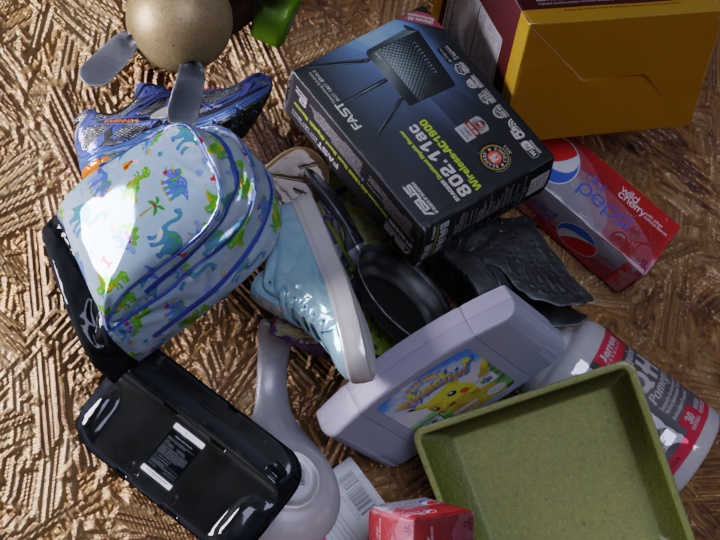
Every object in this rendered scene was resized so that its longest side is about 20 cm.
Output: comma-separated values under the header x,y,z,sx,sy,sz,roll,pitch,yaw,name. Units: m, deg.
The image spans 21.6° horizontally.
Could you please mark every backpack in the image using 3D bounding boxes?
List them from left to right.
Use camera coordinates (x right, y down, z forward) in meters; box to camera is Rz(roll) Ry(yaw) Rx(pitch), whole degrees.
x,y,z,sx,sy,sz,roll,pitch,yaw,name
-0.162,-0.032,1.568,0.199,0.154,0.164,-24,55,-1,backpack

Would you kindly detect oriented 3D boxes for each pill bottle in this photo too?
x,y,z,sx,sy,sz,roll,pitch,yaw,name
0.213,0.115,1.696,0.200,0.111,0.111,36,66,-4,pill bottle

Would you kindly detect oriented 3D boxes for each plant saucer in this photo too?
x,y,z,sx,sy,sz,roll,pitch,yaw,name
0.171,0.191,1.636,0.199,0.048,0.201,-19,102,9,plant saucer

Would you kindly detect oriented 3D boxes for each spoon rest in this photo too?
x,y,z,sx,sy,sz,roll,pitch,yaw,name
-0.067,0.144,1.623,0.099,0.061,0.201,4,65,-15,spoon rest

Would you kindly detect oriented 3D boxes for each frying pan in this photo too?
x,y,z,sx,sy,sz,roll,pitch,yaw,name
0.009,0.002,1.617,0.190,0.031,0.115,39,26,-11,frying pan

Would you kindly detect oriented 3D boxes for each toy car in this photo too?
x,y,z,sx,sy,sz,roll,pitch,yaw,name
-0.157,-0.217,1.657,0.164,0.158,0.201,23,63,1,toy car

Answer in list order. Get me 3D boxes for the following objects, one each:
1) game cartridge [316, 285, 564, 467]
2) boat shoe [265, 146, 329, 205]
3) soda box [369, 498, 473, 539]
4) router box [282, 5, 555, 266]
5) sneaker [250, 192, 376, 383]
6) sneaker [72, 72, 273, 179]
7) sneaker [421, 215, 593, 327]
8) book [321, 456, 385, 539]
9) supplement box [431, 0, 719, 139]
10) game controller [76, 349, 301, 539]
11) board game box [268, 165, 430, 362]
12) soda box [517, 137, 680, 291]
x,y,z,sx,sy,sz,roll,pitch,yaw,name
0.067,0.093,1.601,0.200,0.133,0.041,-35,55,14,game cartridge
-0.113,-0.034,1.671,0.200,0.065,0.072,-40,93,-6,boat shoe
0.050,0.295,1.564,0.063,0.070,0.201,-4,96,-33,soda box
0.050,-0.121,1.652,0.149,0.062,0.200,-30,68,-24,router box
-0.045,0.026,1.578,0.082,0.074,0.200,-24,47,1,sneaker
-0.167,-0.140,1.683,0.199,0.075,0.079,-24,78,-24,sneaker
0.112,-0.022,1.674,0.104,0.060,0.200,-18,55,-24,sneaker
-0.047,0.268,1.605,0.200,0.048,0.134,-34,84,-25,book
0.196,-0.239,1.748,0.196,0.133,0.200,-7,45,-19,supplement box
-0.146,0.148,1.578,0.200,0.042,0.105,35,87,23,game controller
0.000,0.000,1.681,0.120,0.032,0.201,28,49,-11,board game box
0.198,-0.072,1.777,0.200,0.063,0.070,41,64,-2,soda box
